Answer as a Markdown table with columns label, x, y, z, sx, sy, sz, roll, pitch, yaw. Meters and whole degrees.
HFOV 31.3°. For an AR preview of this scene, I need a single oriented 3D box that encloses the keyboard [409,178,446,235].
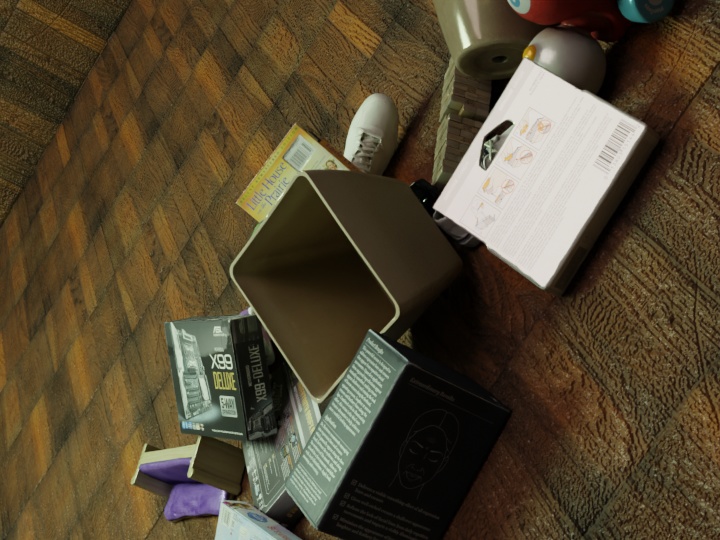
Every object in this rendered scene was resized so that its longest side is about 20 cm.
| label | x | y | z | sx | sy | sz | roll | pitch | yaw |
| --- | --- | --- | --- | --- | --- | --- | --- | --- | --- |
| keyboard | 0.042 | -0.060 | 1.645 | 0.200 | 0.104 | 0.040 | -37 | 9 | 44 |

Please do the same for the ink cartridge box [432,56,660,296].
| label | x | y | z | sx | sy | sz | roll | pitch | yaw |
| --- | --- | --- | --- | --- | --- | --- | --- | --- | --- |
| ink cartridge box | 0.198 | -0.104 | 1.392 | 0.176 | 0.045 | 0.201 | 38 | 101 | 34 |

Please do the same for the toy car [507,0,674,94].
| label | x | y | z | sx | sy | sz | roll | pitch | yaw |
| --- | --- | --- | --- | --- | --- | --- | --- | --- | --- |
| toy car | 0.222 | -0.259 | 1.447 | 0.184 | 0.175 | 0.202 | 25 | 100 | 60 |

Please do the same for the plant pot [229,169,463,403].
| label | x | y | z | sx | sy | sz | roll | pitch | yaw |
| --- | --- | --- | --- | --- | --- | --- | --- | --- | --- |
| plant pot | 0.000 | 0.000 | 1.514 | 0.201 | 0.176 | 0.200 | 54 | 134 | 15 |

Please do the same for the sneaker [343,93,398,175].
| label | x | y | z | sx | sy | sz | roll | pitch | yaw |
| --- | --- | --- | --- | --- | --- | --- | --- | --- | --- |
| sneaker | 0.006 | -0.145 | 1.766 | 0.116 | 0.073 | 0.202 | -117 | 46 | -82 |

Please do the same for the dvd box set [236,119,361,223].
| label | x | y | z | sx | sy | sz | roll | pitch | yaw |
| --- | --- | --- | --- | --- | --- | --- | --- | --- | --- |
| dvd box set | -0.049 | -0.082 | 1.716 | 0.147 | 0.199 | 0.029 | -50 | 0 | 23 |

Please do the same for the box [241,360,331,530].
| label | x | y | z | sx | sy | sz | roll | pitch | yaw |
| --- | --- | --- | --- | --- | --- | --- | --- | --- | --- |
| box | -0.088 | 0.215 | 1.675 | 0.159 | 0.048 | 0.201 | -52 | 31 | 20 |

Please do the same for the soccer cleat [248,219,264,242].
| label | x | y | z | sx | sy | sz | roll | pitch | yaw |
| --- | --- | --- | --- | --- | --- | --- | --- | --- | --- |
| soccer cleat | -0.060 | 0.003 | 1.673 | 0.084 | 0.199 | 0.065 | -42 | -16 | -48 |

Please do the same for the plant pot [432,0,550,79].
| label | x | y | z | sx | sy | sz | roll | pitch | yaw |
| --- | --- | --- | --- | --- | --- | --- | --- | --- | --- |
| plant pot | 0.164 | -0.340 | 1.597 | 0.199 | 0.199 | 0.177 | -23 | 63 | 50 |

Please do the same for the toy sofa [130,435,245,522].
| label | x | y | z | sx | sy | sz | roll | pitch | yaw |
| --- | --- | --- | --- | --- | --- | --- | --- | --- | --- |
| toy sofa | -0.251 | 0.300 | 1.845 | 0.199 | 0.082 | 0.099 | -18 | 51 | 54 |

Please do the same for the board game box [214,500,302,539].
| label | x | y | z | sx | sy | sz | roll | pitch | yaw |
| --- | --- | --- | --- | --- | --- | --- | --- | --- | --- |
| board game box | -0.131 | 0.401 | 1.549 | 0.199 | 0.041 | 0.202 | 14 | 94 | 62 |

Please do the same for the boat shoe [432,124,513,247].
| label | x | y | z | sx | sy | sz | roll | pitch | yaw |
| --- | --- | --- | --- | --- | --- | --- | --- | --- | --- |
| boat shoe | 0.161 | -0.119 | 1.519 | 0.201 | 0.066 | 0.074 | -57 | 29 | 11 |

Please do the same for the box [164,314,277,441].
| label | x | y | z | sx | sy | sz | roll | pitch | yaw |
| --- | --- | --- | --- | --- | --- | --- | --- | --- | --- |
| box | -0.189 | 0.141 | 1.722 | 0.199 | 0.049 | 0.160 | -4 | 95 | 56 |

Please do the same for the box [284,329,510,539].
| label | x | y | z | sx | sy | sz | roll | pitch | yaw |
| --- | --- | --- | --- | --- | --- | --- | --- | --- | --- |
| box | 0.038 | 0.191 | 1.378 | 0.201 | 0.148 | 0.107 | -60 | 29 | 4 |

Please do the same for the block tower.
| label | x | y | z | sx | sy | sz | roll | pitch | yaw |
| --- | --- | --- | --- | --- | --- | --- | --- | --- | --- |
| block tower | 0.130 | -0.186 | 1.626 | 0.054 | 0.057 | 0.202 | 118 | 165 | -59 |

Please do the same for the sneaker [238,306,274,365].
| label | x | y | z | sx | sy | sz | roll | pitch | yaw |
| --- | --- | --- | --- | --- | --- | --- | --- | --- | --- |
| sneaker | -0.173 | 0.106 | 1.795 | 0.200 | 0.088 | 0.081 | 125 | 130 | -74 |
